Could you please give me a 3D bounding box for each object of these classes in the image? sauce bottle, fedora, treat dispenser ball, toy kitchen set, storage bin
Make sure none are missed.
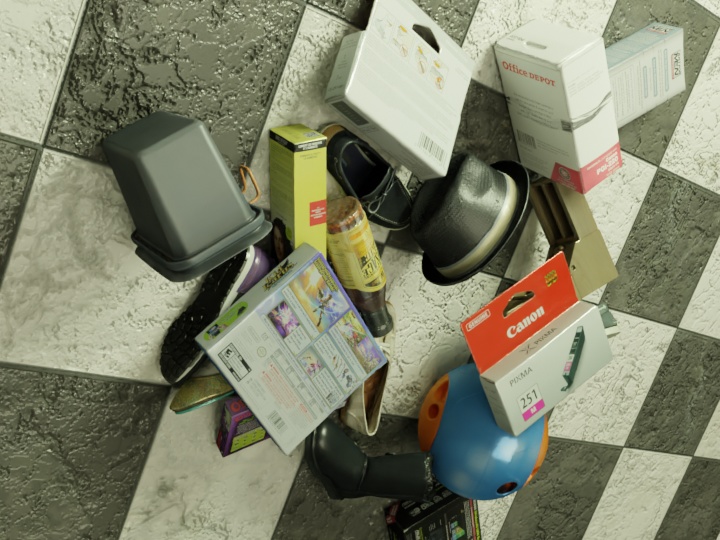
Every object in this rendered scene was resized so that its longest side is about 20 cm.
[{"bbox_3d":[0.000,0.000,1.238,0.065,0.066,0.202,-33,127,-17],"label":"sauce bottle"},{"bbox_3d":[0.131,-0.083,1.247,0.091,0.200,0.202,36,89,-28],"label":"fedora"},{"bbox_3d":[0.184,0.241,1.407,0.198,0.200,0.205,-14,119,-28],"label":"treat dispenser ball"},{"bbox_3d":[0.237,-0.019,1.404,0.198,0.163,0.183,-27,96,-21],"label":"toy kitchen set"},{"bbox_3d":[-0.192,-0.095,1.009,0.144,0.199,0.136,-31,116,-18],"label":"storage bin"}]

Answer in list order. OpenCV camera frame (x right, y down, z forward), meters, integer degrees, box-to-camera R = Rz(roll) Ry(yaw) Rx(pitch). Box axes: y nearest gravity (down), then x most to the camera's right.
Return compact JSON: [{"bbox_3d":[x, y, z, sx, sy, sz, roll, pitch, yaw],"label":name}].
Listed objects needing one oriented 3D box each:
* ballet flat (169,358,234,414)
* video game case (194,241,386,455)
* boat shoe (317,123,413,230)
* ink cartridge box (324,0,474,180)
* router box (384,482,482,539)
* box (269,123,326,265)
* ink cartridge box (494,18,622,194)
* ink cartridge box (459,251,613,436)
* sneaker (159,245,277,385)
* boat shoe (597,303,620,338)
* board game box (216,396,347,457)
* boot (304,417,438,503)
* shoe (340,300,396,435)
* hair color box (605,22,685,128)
[{"bbox_3d":[-0.162,0.124,1.211,0.197,0.070,0.072,-17,120,-27],"label":"ballet flat"},{"bbox_3d":[-0.081,0.099,1.162,0.181,0.045,0.202,-40,125,-13],"label":"video game case"},{"bbox_3d":[0.014,-0.114,1.219,0.075,0.062,0.200,-51,131,-6],"label":"boat shoe"},{"bbox_3d":[0.055,-0.242,1.189,0.199,0.043,0.177,33,65,-39],"label":"ink cartridge box"},{"bbox_3d":[0.127,0.451,1.552,0.148,0.062,0.203,-23,122,-23],"label":"router box"},{"bbox_3d":[-0.078,-0.074,1.166,0.049,0.075,0.204,-12,116,-29],"label":"box"},{"bbox_3d":[0.274,-0.229,1.289,0.084,0.145,0.202,-33,127,-15],"label":"ink cartridge box"},{"bbox_3d":[0.248,0.100,1.292,0.198,0.043,0.176,-33,115,-19],"label":"ink cartridge box"},{"bbox_3d":[-0.169,0.065,1.169,0.087,0.075,0.202,33,90,-45],"label":"sneaker"},{"bbox_3d":[0.343,0.094,1.554,0.196,0.073,0.063,-7,72,-25],"label":"boat shoe"},{"bbox_3d":[-0.097,0.181,1.263,0.197,0.033,0.121,-19,155,-27],"label":"board game box"},{"bbox_3d":[0.020,0.266,1.317,0.164,0.078,0.202,-3,141,14],"label":"boot"},{"bbox_3d":[0.021,0.142,1.345,0.069,0.053,0.204,0,111,-34],"label":"shoe"},{"bbox_3d":[0.398,-0.285,1.406,0.198,0.060,0.100,-29,125,-20],"label":"hair color box"}]
